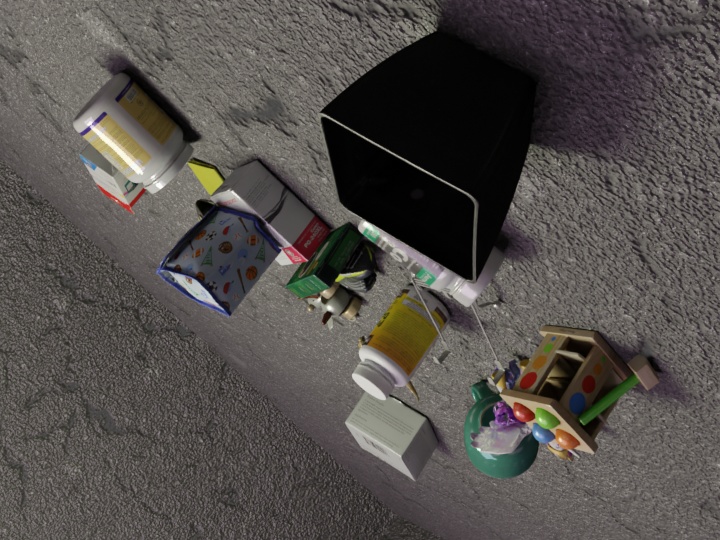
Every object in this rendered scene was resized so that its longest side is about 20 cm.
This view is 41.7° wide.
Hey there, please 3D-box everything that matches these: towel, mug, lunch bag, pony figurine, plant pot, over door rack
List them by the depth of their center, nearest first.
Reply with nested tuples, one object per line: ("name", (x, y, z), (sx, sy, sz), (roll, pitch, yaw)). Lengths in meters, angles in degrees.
("plant pot", (0.093, -0.140, 1.058), (0.199, 0.178, 0.200), (32, 162, 19))
("over door rack", (0.171, 0.080, 1.606), (0.147, 0.066, 0.202), (17, 132, 49))
("pony figurine", (0.303, 0.258, 1.729), (0.191, 0.167, 0.202), (11, 134, 39))
("lunch bag", (-0.280, -0.029, 1.786), (0.199, 0.170, 0.124), (18, 151, 47))
("mug", (0.269, 0.315, 1.891), (0.184, 0.152, 0.115), (30, 158, 23))
("towel", (-0.290, -0.161, 2.016), (0.085, 0.018, 0.201), (17, 153, 36))

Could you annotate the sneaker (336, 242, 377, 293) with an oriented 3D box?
("sneaker", (0.000, 0.000, 1.782), (0.081, 0.074, 0.200), (34, 171, -11))

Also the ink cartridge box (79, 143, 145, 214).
("ink cartridge box", (-0.611, -0.234, 2.363), (0.116, 0.067, 0.200), (33, 162, 15))

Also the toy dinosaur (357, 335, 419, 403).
("toy dinosaur", (0.070, 0.190, 2.047), (0.200, 0.101, 0.058), (44, 161, -18))

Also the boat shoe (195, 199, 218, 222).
("boat shoe", (-0.279, -0.096, 2.014), (0.200, 0.072, 0.066), (27, 163, 30))

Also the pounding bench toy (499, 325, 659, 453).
("pounding bench toy", (0.338, 0.191, 1.440), (0.124, 0.157, 0.199), (45, 161, -23))

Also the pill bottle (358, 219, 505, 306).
("pill bottle", (0.105, -0.045, 1.374), (0.199, 0.114, 0.113), (37, 162, 1))

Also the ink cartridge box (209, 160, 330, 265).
("ink cartridge box", (-0.174, -0.108, 1.805), (0.200, 0.084, 0.145), (44, 162, -18))

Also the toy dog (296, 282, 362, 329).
("toy dog", (-0.076, 0.082, 2.068), (0.131, 0.097, 0.200), (36, 162, 5))

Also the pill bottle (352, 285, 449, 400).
("pill bottle", (0.071, 0.135, 1.743), (0.109, 0.201, 0.109), (33, 162, 12))

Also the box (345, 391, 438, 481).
("box", (0.089, 0.446, 2.597), (0.198, 0.131, 0.201), (27, 160, 29))

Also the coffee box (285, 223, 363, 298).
("coffee box", (-0.069, -0.015, 1.778), (0.044, 0.124, 0.200), (37, 161, -11))

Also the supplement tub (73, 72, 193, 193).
("supplement tub", (-0.435, -0.262, 1.824), (0.200, 0.146, 0.145), (45, 161, -23))
